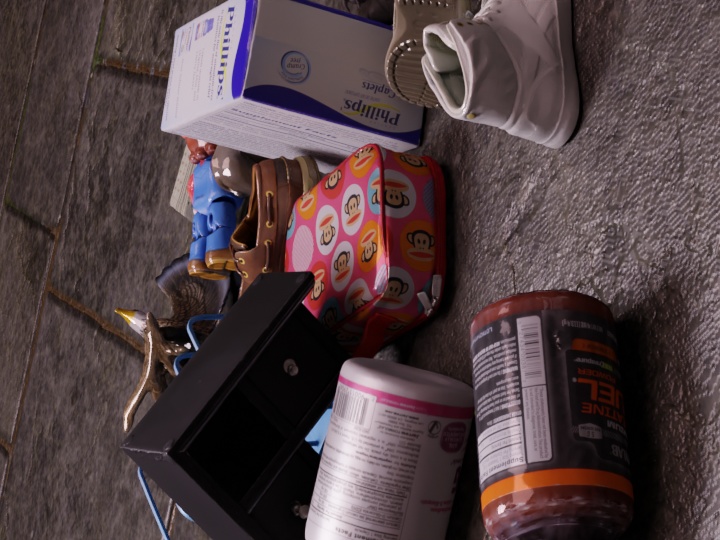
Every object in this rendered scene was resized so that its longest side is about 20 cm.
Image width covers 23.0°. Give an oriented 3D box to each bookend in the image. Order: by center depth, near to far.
[{"bbox_3d":[-0.062,0.142,1.502,0.199,0.200,0.092,-51,24,-23],"label":"bookend"}]

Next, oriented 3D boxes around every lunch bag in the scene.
[{"bbox_3d":[0.000,0.000,1.564,0.200,0.081,0.178,-34,51,55],"label":"lunch bag"}]

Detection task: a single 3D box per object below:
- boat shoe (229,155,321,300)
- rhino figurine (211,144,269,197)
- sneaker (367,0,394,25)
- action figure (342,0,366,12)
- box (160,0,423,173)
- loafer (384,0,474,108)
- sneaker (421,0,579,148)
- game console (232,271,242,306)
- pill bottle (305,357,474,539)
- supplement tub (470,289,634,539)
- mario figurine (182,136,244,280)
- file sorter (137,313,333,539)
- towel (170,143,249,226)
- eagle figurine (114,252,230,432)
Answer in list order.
[{"bbox_3d":[-0.095,-0.024,1.703,0.072,0.067,0.201,-117,37,-50],"label":"boat shoe"},{"bbox_3d":[-0.087,-0.157,1.774,0.060,0.087,0.202,-11,55,65],"label":"rhino figurine"},{"bbox_3d":[-0.009,-0.309,1.609,0.091,0.076,0.201,-41,71,23],"label":"sneaker"},{"bbox_3d":[0.009,-0.346,1.694,0.130,0.069,0.202,31,113,50],"label":"action figure"},{"bbox_3d":[-0.062,-0.171,1.641,0.200,0.182,0.106,-9,71,62],"label":"box"},{"bbox_3d":[0.063,-0.214,1.490,0.201,0.075,0.069,93,-165,-57],"label":"loafer"},{"bbox_3d":[0.103,-0.196,1.395,0.074,0.115,0.202,-51,36,47],"label":"sneaker"},{"bbox_3d":[-0.095,0.039,1.801,0.177,0.031,0.202,-33,51,56],"label":"game console"},{"bbox_3d":[0.019,0.180,1.422,0.113,0.112,0.202,21,99,63],"label":"pill bottle"},{"bbox_3d":[0.133,0.123,1.224,0.107,0.106,0.202,-39,48,53],"label":"supplement tub"},{"bbox_3d":[-0.132,-0.095,1.855,0.122,0.106,0.202,-6,77,22],"label":"mario figurine"},{"bbox_3d":[-0.117,0.153,1.657,0.139,0.122,0.201,59,139,42],"label":"file sorter"},{"bbox_3d":[-0.147,-0.136,1.980,0.192,0.034,0.202,36,110,59],"label":"towel"},{"bbox_3d":[-0.190,0.069,1.885,0.151,0.152,0.200,-34,1,16],"label":"eagle figurine"}]
